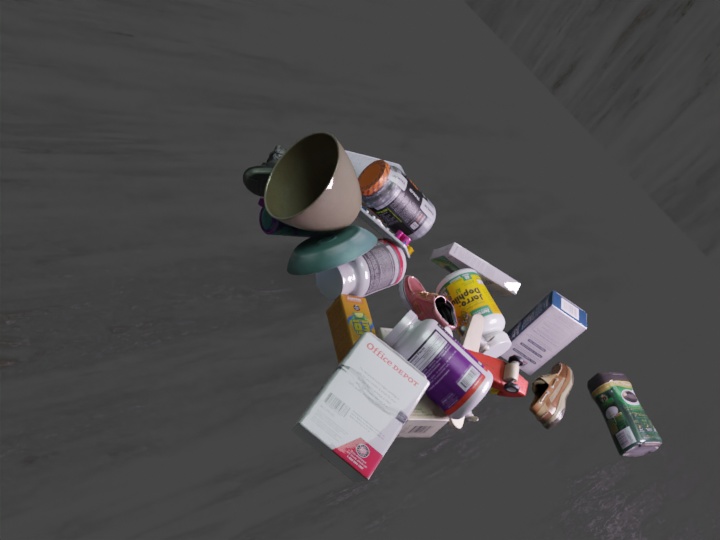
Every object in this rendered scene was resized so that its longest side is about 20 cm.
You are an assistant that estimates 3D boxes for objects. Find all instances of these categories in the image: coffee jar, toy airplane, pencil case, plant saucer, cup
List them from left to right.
[{"bbox_3d":[-0.124,-0.121,1.340,0.198,0.085,0.093,-1,52,-38],"label":"pencil case"},{"bbox_3d":[-0.078,-0.160,1.229,0.143,0.199,0.202,35,30,-43],"label":"cup"},{"bbox_3d":[-0.064,-0.050,1.237,0.200,0.198,0.036,-42,119,-52],"label":"plant saucer"},{"bbox_3d":[0.221,0.205,1.233,0.198,0.142,0.200,-20,66,-23],"label":"toy airplane"},{"bbox_3d":[0.636,0.345,1.457,0.103,0.086,0.201,9,47,-27],"label":"coffee jar"}]

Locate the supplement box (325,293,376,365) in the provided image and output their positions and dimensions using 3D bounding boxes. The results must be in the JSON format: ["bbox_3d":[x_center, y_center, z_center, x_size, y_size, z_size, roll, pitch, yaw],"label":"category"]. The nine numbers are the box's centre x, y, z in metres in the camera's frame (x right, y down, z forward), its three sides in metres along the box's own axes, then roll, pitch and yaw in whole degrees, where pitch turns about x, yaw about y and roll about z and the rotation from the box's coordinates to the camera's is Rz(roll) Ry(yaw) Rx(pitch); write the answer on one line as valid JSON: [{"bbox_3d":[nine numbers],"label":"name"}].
[{"bbox_3d":[-0.008,0.145,1.173,0.066,0.069,0.201,10,44,-32],"label":"supplement box"}]

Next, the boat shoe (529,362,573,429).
[{"bbox_3d":[0.438,0.274,1.385,0.074,0.076,0.200,36,37,4],"label":"boat shoe"}]

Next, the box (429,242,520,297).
[{"bbox_3d":[0.283,0.002,1.499,0.199,0.144,0.037,32,79,-8],"label":"box"}]

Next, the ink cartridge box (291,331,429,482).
[{"bbox_3d":[0.002,0.229,1.019,0.145,0.083,0.200,38,63,2],"label":"ink cartridge box"}]

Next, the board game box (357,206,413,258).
[{"bbox_3d":[0.043,-0.112,1.410,0.200,0.026,0.200,42,0,9],"label":"board game box"}]

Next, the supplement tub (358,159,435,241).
[{"bbox_3d":[0.086,-0.173,1.482,0.200,0.122,0.123,40,31,-34],"label":"supplement tub"}]

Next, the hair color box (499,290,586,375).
[{"bbox_3d":[0.421,0.148,1.395,0.100,0.200,0.061,33,38,-4],"label":"hair color box"}]

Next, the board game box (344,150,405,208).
[{"bbox_3d":[0.055,-0.233,1.633,0.198,0.026,0.201,8,46,-33],"label":"board game box"}]

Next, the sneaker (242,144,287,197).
[{"bbox_3d":[-0.211,-0.234,1.400,0.198,0.076,0.115,-13,58,-49],"label":"sneaker"}]

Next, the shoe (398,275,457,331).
[{"bbox_3d":[0.154,0.073,1.352,0.071,0.091,0.201,7,47,-33],"label":"shoe"}]

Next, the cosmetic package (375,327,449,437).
[{"bbox_3d":[0.086,0.218,1.167,0.103,0.073,0.201,9,47,-31],"label":"cosmetic package"}]

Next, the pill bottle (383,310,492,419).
[{"bbox_3d":[0.140,0.170,1.107,0.200,0.113,0.112,43,38,7],"label":"pill bottle"}]

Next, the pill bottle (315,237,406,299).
[{"bbox_3d":[0.000,0.000,1.291,0.199,0.111,0.111,-18,63,-47],"label":"pill bottle"}]

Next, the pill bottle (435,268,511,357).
[{"bbox_3d":[0.264,0.105,1.390,0.112,0.113,0.201,1,50,-37],"label":"pill bottle"}]
